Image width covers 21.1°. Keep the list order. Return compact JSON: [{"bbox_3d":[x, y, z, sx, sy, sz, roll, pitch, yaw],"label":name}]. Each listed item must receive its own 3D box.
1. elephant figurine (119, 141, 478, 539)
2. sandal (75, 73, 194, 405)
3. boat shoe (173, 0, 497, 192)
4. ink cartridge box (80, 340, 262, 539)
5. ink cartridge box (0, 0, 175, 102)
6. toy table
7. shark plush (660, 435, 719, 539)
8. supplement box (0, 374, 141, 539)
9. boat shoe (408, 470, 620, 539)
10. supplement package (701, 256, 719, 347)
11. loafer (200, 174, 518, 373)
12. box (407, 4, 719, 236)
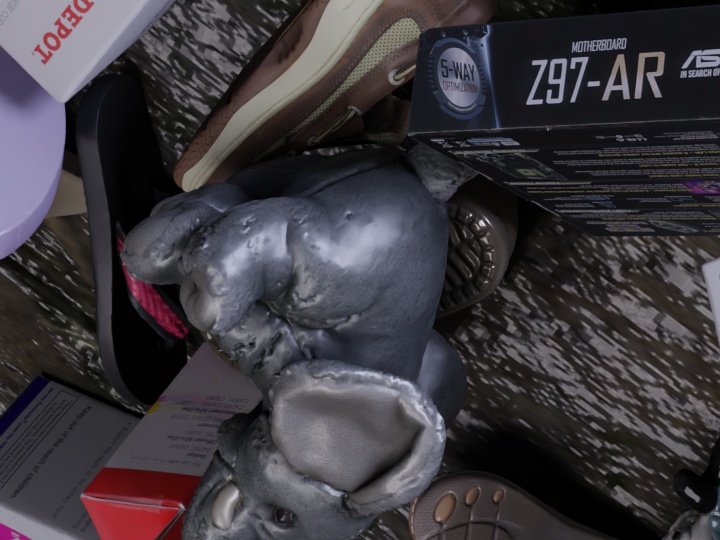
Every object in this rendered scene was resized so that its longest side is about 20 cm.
[{"bbox_3d":[-0.014,0.055,0.836,0.155,0.141,0.201,-2,109,49],"label":"elephant figurine"},{"bbox_3d":[-0.107,-0.007,0.998,0.045,0.075,0.201,7,128,15],"label":"sandal"},{"bbox_3d":[-0.013,-0.077,0.867,0.075,0.075,0.202,38,138,-9],"label":"boat shoe"},{"bbox_3d":[-0.067,0.120,0.980,0.067,0.200,0.117,2,127,33],"label":"ink cartridge box"},{"bbox_3d":[-0.151,-0.196,0.850,0.200,0.084,0.146,44,138,-6],"label":"ink cartridge box"},{"bbox_3d":[-0.219,-0.057,0.960,0.183,0.201,0.117,1,143,-13],"label":"toy table"},{"bbox_3d":[0.163,0.154,0.939,0.091,0.083,0.201,12,107,47],"label":"shark plush"},{"bbox_3d":[-0.130,0.160,1.135,0.199,0.103,0.102,20,134,17],"label":"supplement box"},{"bbox_3d":[0.109,0.164,1.005,0.200,0.076,0.072,38,173,-12],"label":"boat shoe"},{"bbox_3d":[0.241,0.028,0.662,0.199,0.119,0.122,-23,67,34],"label":"supplement package"},{"bbox_3d":[0.000,0.000,0.924,0.199,0.068,0.076,-15,104,39],"label":"loafer"},{"bbox_3d":[0.143,-0.052,0.733,0.199,0.044,0.160,0,167,35],"label":"box"}]
